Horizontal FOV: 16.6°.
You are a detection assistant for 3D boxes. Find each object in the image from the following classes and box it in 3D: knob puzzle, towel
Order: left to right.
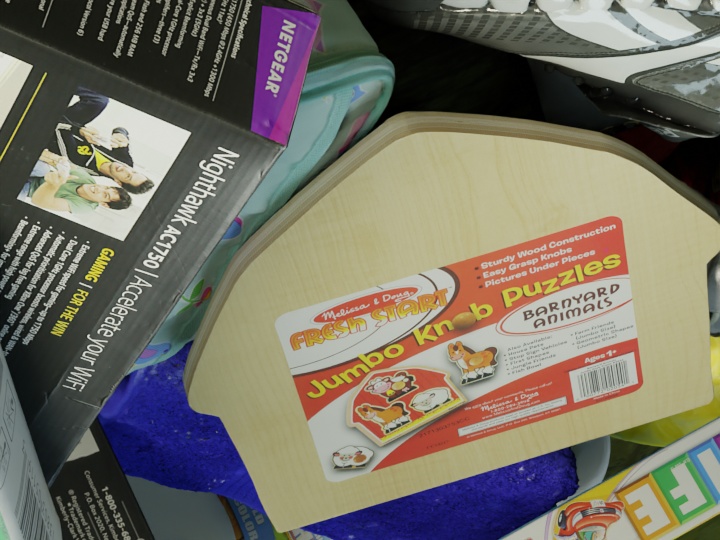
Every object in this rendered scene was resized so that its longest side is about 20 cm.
[{"bbox_3d":[-0.022,0.078,1.048,0.200,0.050,0.148,17,160,-12],"label":"towel"},{"bbox_3d":[0.031,0.006,0.869,0.220,0.030,0.220,-10,141,-8],"label":"knob puzzle"}]

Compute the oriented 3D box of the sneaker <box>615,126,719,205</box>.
[{"bbox_3d":[0.144,-0.061,1.069,0.077,0.085,0.200,-36,161,26],"label":"sneaker"}]

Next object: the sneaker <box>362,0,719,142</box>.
[{"bbox_3d":[0.095,-0.082,0.855,0.200,0.066,0.091,-3,126,-14],"label":"sneaker"}]

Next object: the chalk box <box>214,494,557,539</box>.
[{"bbox_3d":[0.003,0.105,1.220,0.124,0.125,0.200,-17,166,-37],"label":"chalk box"}]

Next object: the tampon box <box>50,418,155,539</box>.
[{"bbox_3d":[-0.176,0.145,1.044,0.126,0.150,0.200,-17,160,-27],"label":"tampon box"}]

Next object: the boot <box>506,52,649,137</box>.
[{"bbox_3d":[0.134,-0.065,0.957,0.138,0.077,0.200,-29,122,0],"label":"boot"}]

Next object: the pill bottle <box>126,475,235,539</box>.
[{"bbox_3d":[-0.156,0.173,1.223,0.200,0.113,0.113,-39,160,31],"label":"pill bottle"}]

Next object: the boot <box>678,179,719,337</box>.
[{"bbox_3d":[0.149,0.015,0.999,0.200,0.096,0.074,36,76,-79],"label":"boot"}]

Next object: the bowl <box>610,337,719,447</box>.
[{"bbox_3d":[0.174,-0.011,1.186,0.200,0.200,0.108,-22,119,-20],"label":"bowl"}]

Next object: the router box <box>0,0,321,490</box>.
[{"bbox_3d":[-0.119,-0.025,0.670,0.149,0.051,0.200,23,141,-13],"label":"router box"}]

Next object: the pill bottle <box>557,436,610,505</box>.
[{"bbox_3d":[0.053,0.130,1.432,0.112,0.112,0.200,-17,160,-34],"label":"pill bottle"}]

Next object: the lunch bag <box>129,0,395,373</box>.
[{"bbox_3d":[-0.081,-0.028,0.820,0.160,0.077,0.200,-16,159,-36],"label":"lunch bag"}]

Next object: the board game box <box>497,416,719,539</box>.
[{"bbox_3d":[0.112,0.103,1.023,0.200,0.034,0.134,-28,171,-13],"label":"board game box"}]

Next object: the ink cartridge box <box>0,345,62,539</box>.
[{"bbox_3d":[-0.195,0.048,0.686,0.200,0.050,0.161,-2,142,4],"label":"ink cartridge box"}]
